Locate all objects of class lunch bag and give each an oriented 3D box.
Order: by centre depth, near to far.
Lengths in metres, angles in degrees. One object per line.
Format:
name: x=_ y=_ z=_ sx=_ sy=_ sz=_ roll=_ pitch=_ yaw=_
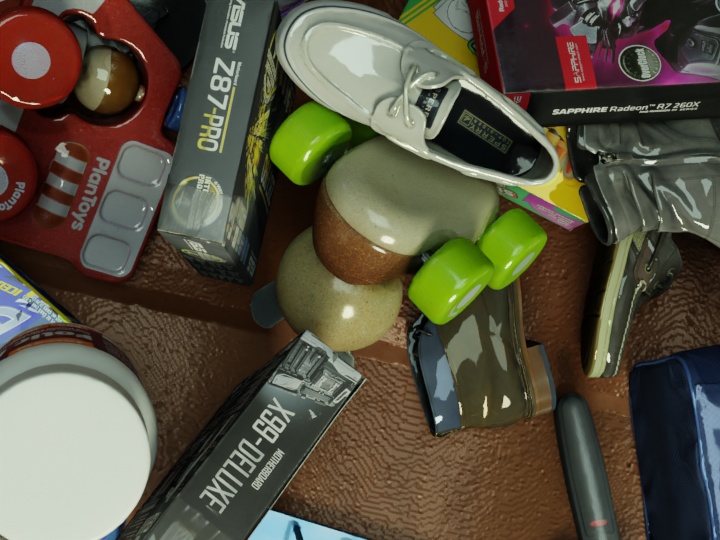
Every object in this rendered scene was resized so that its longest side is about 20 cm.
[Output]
lunch bag: x=0.288 y=0.153 z=0.777 sx=0.132 sy=0.136 sz=0.201 roll=-5 pitch=85 yaw=-5

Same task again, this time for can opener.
can opener: x=0.173 y=0.192 z=0.798 sx=0.078 sy=0.063 sz=0.201 roll=-5 pitch=84 yaw=-5

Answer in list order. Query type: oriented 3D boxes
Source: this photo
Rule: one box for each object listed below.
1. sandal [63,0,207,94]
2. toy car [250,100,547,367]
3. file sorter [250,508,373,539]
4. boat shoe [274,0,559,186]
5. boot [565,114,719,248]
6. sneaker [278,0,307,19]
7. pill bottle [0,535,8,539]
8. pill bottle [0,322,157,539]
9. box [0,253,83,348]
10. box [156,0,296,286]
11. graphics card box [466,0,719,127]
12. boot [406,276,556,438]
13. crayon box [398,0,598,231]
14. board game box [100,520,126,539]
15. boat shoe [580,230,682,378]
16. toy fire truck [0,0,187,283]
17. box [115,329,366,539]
sandal: x=-0.205 y=-0.166 z=0.804 sx=0.199 sy=0.043 sz=0.076 roll=-19 pitch=99 yaw=-1
toy car: x=0.000 y=0.000 z=0.763 sx=0.164 sy=0.158 sz=0.200 roll=45 pitch=126 yaw=15
file sorter: x=-0.018 y=0.260 z=0.743 sx=0.199 sy=0.123 sz=0.139 roll=18 pitch=82 yaw=-3
boat shoe: x=0.040 y=-0.107 z=0.676 sx=0.199 sy=0.066 sz=0.072 roll=30 pitch=97 yaw=-20
boot: x=0.232 y=-0.037 z=0.772 sx=0.131 sy=0.070 sz=0.201 roll=-16 pitch=65 yaw=-12
sneaker: x=-0.041 y=-0.249 z=0.809 sx=0.199 sy=0.088 sz=0.081 roll=-20 pitch=88 yaw=7
pill bottle: x=-0.271 y=0.254 z=0.677 sx=0.114 sy=0.114 sz=0.200 roll=35 pitch=82 yaw=0
pill bottle: x=-0.185 y=0.096 z=0.654 sx=0.114 sy=0.200 sz=0.115 roll=-1 pitch=92 yaw=-16
box: x=-0.300 y=0.001 z=0.777 sx=0.200 sy=0.064 sz=0.070 roll=41 pitch=81 yaw=0
box: x=-0.087 y=-0.083 z=0.738 sx=0.049 sy=0.200 sz=0.162 roll=13 pitch=81 yaw=1
graphics card box: x=0.185 y=-0.169 z=0.772 sx=0.199 sy=0.051 sz=0.126 roll=-3 pitch=63 yaw=-5
boot: x=0.071 y=0.027 z=0.803 sx=0.096 sy=0.075 sz=0.201 roll=-20 pitch=87 yaw=-10
crayon box: x=0.120 y=-0.154 z=0.837 sx=0.199 sy=0.058 sz=0.173 roll=26 pitch=81 yaw=-1
board game box: x=-0.249 y=0.212 z=0.765 sx=0.151 sy=0.045 sz=0.201 roll=7 pitch=82 yaw=-5
boat shoe: x=0.217 y=-0.010 z=0.822 sx=0.064 sy=0.073 sz=0.201 roll=14 pitch=82 yaw=2
toy fire truck: x=-0.205 y=-0.103 z=0.759 sx=0.167 sy=0.112 sz=0.201 roll=19 pitch=100 yaw=-30
box: x=-0.089 y=0.132 z=0.694 sx=0.050 sy=0.200 sz=0.158 roll=40 pitch=65 yaw=-5
